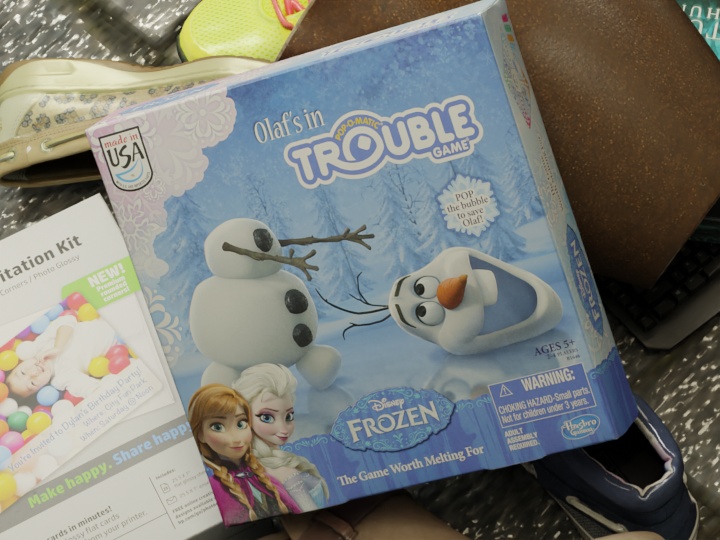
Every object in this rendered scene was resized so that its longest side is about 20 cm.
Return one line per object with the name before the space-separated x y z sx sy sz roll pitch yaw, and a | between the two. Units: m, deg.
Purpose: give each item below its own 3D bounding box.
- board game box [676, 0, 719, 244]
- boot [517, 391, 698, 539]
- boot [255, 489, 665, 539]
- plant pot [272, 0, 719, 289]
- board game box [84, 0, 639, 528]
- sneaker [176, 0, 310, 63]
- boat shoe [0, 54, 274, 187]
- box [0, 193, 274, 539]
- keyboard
board game box | 0.185 -0.076 1.467 0.199 0.028 0.136 7 63 12
boot | 0.088 0.053 1.393 0.073 0.090 0.200 -39 63 -14
boot | 0.028 0.139 1.356 0.200 0.070 0.146 -30 48 -7
plant pot | 0.085 -0.087 1.385 0.200 0.187 0.187 37 70 4
board game box | 0.000 0.000 1.317 0.199 0.043 0.200 -15 100 22
sneaker | -0.004 -0.154 1.525 0.199 0.090 0.078 -20 61 -1
boat shoe | -0.092 -0.069 1.505 0.199 0.073 0.063 1 68 16
box | -0.154 0.077 1.445 0.155 0.041 0.200 -26 59 -7
keyboard | 0.183 -0.057 1.483 0.200 0.021 0.127 -38 63 -14
